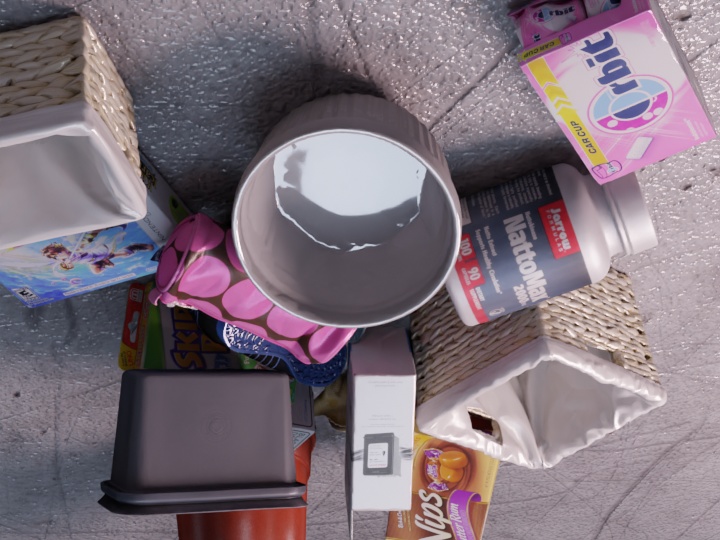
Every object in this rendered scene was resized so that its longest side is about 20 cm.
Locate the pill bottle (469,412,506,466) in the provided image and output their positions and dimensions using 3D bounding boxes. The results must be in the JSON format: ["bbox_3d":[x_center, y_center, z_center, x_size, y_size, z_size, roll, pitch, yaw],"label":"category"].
[{"bbox_3d":[0.124,0.202,1.623,0.110,0.111,0.200,21,138,-34],"label":"pill bottle"}]

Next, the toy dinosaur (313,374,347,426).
[{"bbox_3d":[-0.025,0.135,1.508,0.199,0.102,0.058,-22,144,22],"label":"toy dinosaur"}]

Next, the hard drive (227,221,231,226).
[{"bbox_3d":[-0.050,-0.013,1.338,0.199,0.043,0.135,22,138,-36],"label":"hard drive"}]

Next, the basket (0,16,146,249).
[{"bbox_3d":[-0.286,-0.108,1.087,0.198,0.124,0.136,-11,147,8],"label":"basket"}]

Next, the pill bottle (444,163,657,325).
[{"bbox_3d":[0.174,-0.034,1.268,0.199,0.120,0.120,-20,144,9],"label":"pill bottle"}]

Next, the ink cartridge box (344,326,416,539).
[{"bbox_3d":[0.019,0.174,1.412,0.066,0.116,0.202,0,113,-4],"label":"ink cartridge box"}]

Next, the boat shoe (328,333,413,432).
[{"bbox_3d":[0.047,0.136,1.557,0.076,0.072,0.199,12,144,-45],"label":"boat shoe"}]

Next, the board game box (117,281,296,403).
[{"bbox_3d":[-0.156,0.077,1.406,0.199,0.096,0.030,14,161,-26],"label":"board game box"}]

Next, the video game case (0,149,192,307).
[{"bbox_3d":[-0.275,-0.047,1.250,0.198,0.046,0.182,-16,144,14],"label":"video game case"}]

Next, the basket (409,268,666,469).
[{"bbox_3d":[0.181,0.090,1.421,0.197,0.162,0.200,22,137,-35],"label":"basket"}]

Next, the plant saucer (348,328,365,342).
[{"bbox_3d":[0.000,0.000,1.311,0.069,0.019,0.201,5,134,-24],"label":"plant saucer"}]

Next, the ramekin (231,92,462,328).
[{"bbox_3d":[-0.010,-0.060,1.169,0.198,0.105,0.202,2,124,3],"label":"ramekin"}]

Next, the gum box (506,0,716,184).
[{"bbox_3d":[0.214,-0.168,1.126,0.113,0.067,0.200,-22,143,20],"label":"gum box"}]

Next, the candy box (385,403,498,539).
[{"bbox_3d":[0.098,0.251,1.561,0.116,0.057,0.201,14,129,8],"label":"candy box"}]

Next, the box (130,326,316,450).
[{"bbox_3d":[-0.151,0.124,1.460,0.199,0.117,0.060,13,142,-27],"label":"box"}]

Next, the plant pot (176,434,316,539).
[{"bbox_3d":[-0.147,0.303,1.655,0.199,0.197,0.201,-4,147,-3],"label":"plant pot"}]

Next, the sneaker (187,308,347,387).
[{"bbox_3d":[-0.095,0.064,1.392,0.200,0.078,0.071,30,89,-48],"label":"sneaker"}]

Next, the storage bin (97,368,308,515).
[{"bbox_3d":[-0.159,0.167,1.337,0.198,0.136,0.145,3,177,-22],"label":"storage bin"}]

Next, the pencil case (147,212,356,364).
[{"bbox_3d":[-0.096,0.023,1.248,0.199,0.094,0.091,26,178,-23],"label":"pencil case"}]
